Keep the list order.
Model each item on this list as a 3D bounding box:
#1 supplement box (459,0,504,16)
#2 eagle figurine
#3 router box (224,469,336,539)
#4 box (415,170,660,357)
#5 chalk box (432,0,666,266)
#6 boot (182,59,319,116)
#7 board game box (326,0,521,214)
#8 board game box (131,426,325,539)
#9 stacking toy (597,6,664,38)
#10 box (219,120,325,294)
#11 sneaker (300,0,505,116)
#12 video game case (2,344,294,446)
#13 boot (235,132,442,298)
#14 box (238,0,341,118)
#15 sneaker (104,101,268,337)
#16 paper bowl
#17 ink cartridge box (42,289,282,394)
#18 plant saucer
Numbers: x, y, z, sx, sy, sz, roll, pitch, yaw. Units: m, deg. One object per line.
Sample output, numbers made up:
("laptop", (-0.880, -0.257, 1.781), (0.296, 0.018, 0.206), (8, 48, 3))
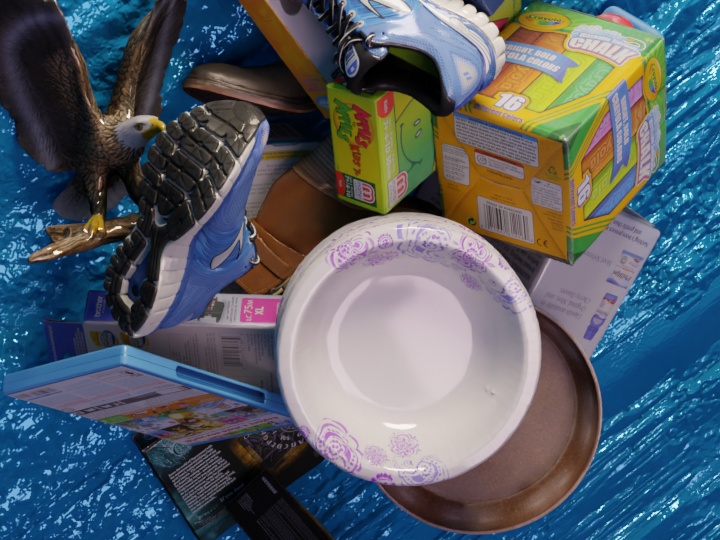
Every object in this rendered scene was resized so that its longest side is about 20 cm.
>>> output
("supplement box", (0.061, -0.329, 1.447), (0.200, 0.134, 0.200), (-51, 124, -17))
("eagle figurine", (-0.190, -0.118, 1.480), (0.152, 0.150, 0.201), (-21, 101, -70))
("router box", (-0.018, 0.281, 1.730), (0.052, 0.200, 0.157), (-42, 147, -4))
("box", (0.124, -0.002, 1.690), (0.105, 0.184, 0.201), (20, 105, -40))
("chalk box", (0.161, -0.122, 1.548), (0.200, 0.124, 0.124), (-46, 142, -37))
("boot", (-0.047, -0.169, 1.573), (0.199, 0.075, 0.098), (6, 89, -31))
("board game box", (0.054, -0.141, 1.532), (0.200, 0.047, 0.102), (-42, 139, -39))
("board game box", (-0.088, 0.137, 1.736), (0.200, 0.028, 0.136), (-35, 129, -10))
("stacking toy", (0.145, -0.180, 1.666), (0.199, 0.116, 0.110), (12, 107, -25))
("box", (-0.086, -0.021, 1.632), (0.082, 0.049, 0.201), (-5, 119, -30))
("sneaker", (0.004, -0.182, 1.420), (0.089, 0.199, 0.079), (-53, 173, -32))
("video game case", (-0.158, 0.100, 1.549), (0.199, 0.143, 0.018), (22, 62, -44))
("boot", (0.000, 0.000, 1.589), (0.200, 0.077, 0.155), (41, 96, -20))
("box", (-0.024, -0.212, 1.515), (0.119, 0.041, 0.200), (-50, 117, -23))
("sneaker", (-0.113, -0.040, 1.441), (0.089, 0.079, 0.200), (-6, 136, -44))
("paper bowl", (0.033, 0.055, 1.511), (0.199, 0.104, 0.202), (-1, 100, -4))
("ink cartridge box", (-0.148, 0.066, 1.589), (0.199, 0.042, 0.120), (0, 140, 0))
("plant saucer", (0.094, 0.112, 1.595), (0.199, 0.034, 0.202), (1, 101, 3))
